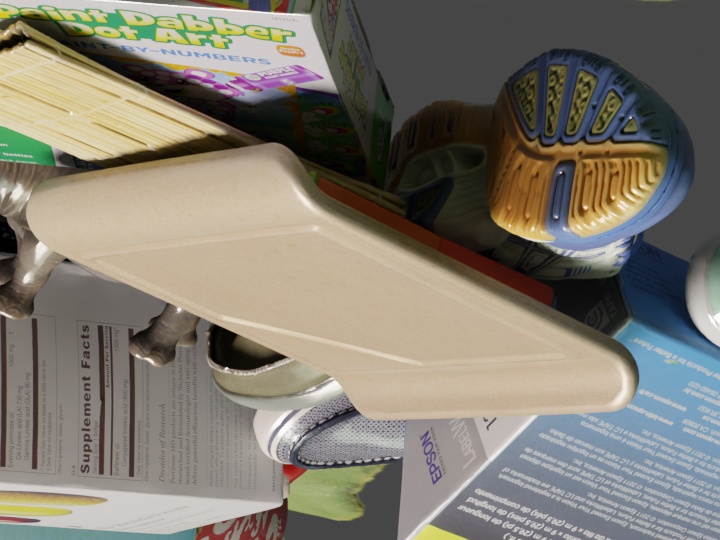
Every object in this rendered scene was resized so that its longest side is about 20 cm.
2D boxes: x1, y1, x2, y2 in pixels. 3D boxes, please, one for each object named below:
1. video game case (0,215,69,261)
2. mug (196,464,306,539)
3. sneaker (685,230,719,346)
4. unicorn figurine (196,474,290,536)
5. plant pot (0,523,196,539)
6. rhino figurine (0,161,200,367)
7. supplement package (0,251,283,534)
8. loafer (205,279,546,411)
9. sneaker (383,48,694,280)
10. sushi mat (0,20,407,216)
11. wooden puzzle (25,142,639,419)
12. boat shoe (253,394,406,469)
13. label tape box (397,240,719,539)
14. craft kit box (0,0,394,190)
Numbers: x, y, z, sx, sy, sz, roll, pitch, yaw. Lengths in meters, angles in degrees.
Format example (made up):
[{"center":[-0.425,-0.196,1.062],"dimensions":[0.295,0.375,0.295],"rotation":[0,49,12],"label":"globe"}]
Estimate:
[{"center":[-0.168,-0.014,1.448],"dimensions":[0.199,0.023,0.182],"rotation":[14,164,-18],"label":"video game case"},{"center":[-0.097,0.130,1.723],"dimensions":[0.176,0.134,0.200],"rotation":[6,168,14],"label":"mug"},{"center":[0.239,0.001,1.193],"dimensions":[0.199,0.074,0.118],"rotation":[3,170,-11],"label":"sneaker"},{"center":[0.004,0.080,1.590],"dimensions":[0.137,0.074,0.200],"rotation":[13,137,-28],"label":"unicorn figurine"},{"center":[-0.205,0.131,1.509],"dimensions":[0.199,0.142,0.141],"rotation":[4,-175,-38],"label":"plant pot"},{"center":[-0.134,-0.024,1.297],"dimensions":[0.199,0.088,0.060],"rotation":[20,-161,-32],"label":"rhino figurine"},{"center":[-0.149,0.060,1.394],"dimensions":[0.199,0.110,0.114],"rotation":[7,164,-34],"label":"supplement package"},{"center":[0.000,0.000,1.309],"dimensions":[0.199,0.075,0.070],"rotation":[-26,129,33],"label":"loafer"},{"center":[0.086,-0.036,1.150],"dimensions":[0.088,0.076,0.200],"rotation":[20,171,-24],"label":"sneaker"},{"center":[-0.080,-0.050,1.137],"dimensions":[0.095,0.012,0.199],"rotation":[-8,157,45],"label":"sushi mat"},{"center":[-0.011,0.004,1.184],"dimensions":[0.200,0.037,0.185],"rotation":[31,158,-33],"label":"wooden puzzle"},{"center":[0.056,0.073,1.373],"dimensions":[0.199,0.093,0.075],"rotation":[-18,149,-10],"label":"boat shoe"},{"center":[0.099,0.084,1.294],"dimensions":[0.143,0.066,0.200],"rotation":[22,126,-34],"label":"label tape box"},{"center":[-0.096,-0.086,1.121],"dimensions":[0.199,0.049,0.198],"rotation":[5,161,10],"label":"craft kit box"}]
